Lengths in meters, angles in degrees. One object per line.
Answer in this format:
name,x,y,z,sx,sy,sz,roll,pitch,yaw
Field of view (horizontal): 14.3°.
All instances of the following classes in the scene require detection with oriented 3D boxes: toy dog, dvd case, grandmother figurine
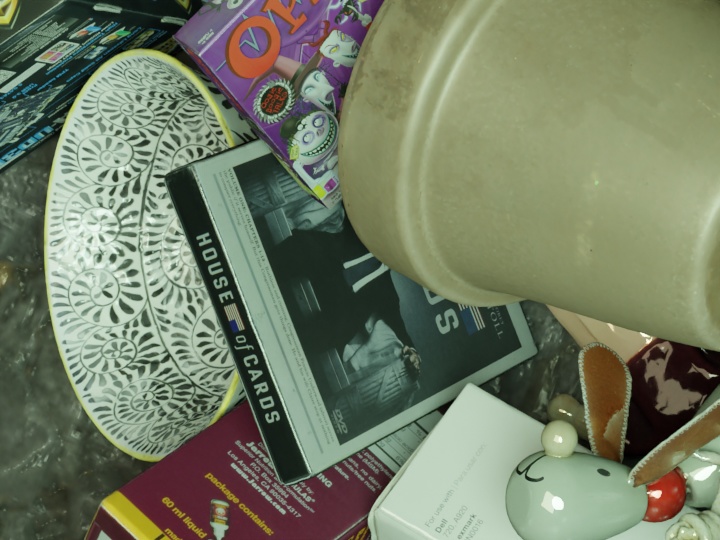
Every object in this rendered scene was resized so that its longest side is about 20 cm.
toy dog,0.159,0.058,1.253,0.132,0.200,0.097,8,109,38
dvd case,0.000,0.000,1.346,0.025,0.200,0.151,-20,93,38
grandmother figurine,0.139,0.040,1.378,0.121,0.061,0.200,-46,73,26

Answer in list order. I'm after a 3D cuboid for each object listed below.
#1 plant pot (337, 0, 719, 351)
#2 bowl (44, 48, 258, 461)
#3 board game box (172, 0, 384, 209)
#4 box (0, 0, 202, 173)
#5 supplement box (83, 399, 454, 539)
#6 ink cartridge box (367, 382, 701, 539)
plant pot,0.118,-0.053,1.241,0.174,0.200,0.201,32,104,38
bowl,-0.069,-0.009,1.422,0.201,0.094,0.201,5,96,56
board game box,0.021,-0.135,1.270,0.200,0.120,0.032,-46,40,-5
box,-0.193,-0.096,1.451,0.200,0.159,0.046,-32,77,20
supplement box,-0.046,0.123,1.363,0.086,0.200,0.110,41,133,14
ink cartridge box,0.112,0.156,1.337,0.200,0.146,0.084,30,68,18
